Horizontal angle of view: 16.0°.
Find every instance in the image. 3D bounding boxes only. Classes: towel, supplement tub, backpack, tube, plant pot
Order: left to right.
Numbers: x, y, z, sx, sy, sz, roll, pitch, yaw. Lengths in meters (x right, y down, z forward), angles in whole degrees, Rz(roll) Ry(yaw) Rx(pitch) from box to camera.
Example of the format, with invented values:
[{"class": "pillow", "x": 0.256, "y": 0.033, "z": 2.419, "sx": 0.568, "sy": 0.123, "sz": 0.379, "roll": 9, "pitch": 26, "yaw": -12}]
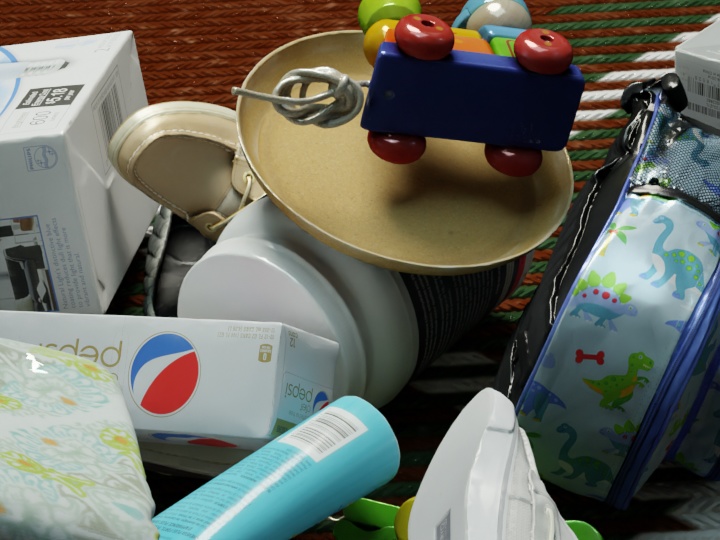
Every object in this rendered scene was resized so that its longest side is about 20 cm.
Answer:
[{"class": "towel", "x": -0.191, "y": 0.082, "z": 1.263, "sx": 0.170, "sy": 0.048, "sz": 0.200, "roll": 13, "pitch": 19, "yaw": -16}, {"class": "tube", "x": -0.066, "y": 0.126, "z": 1.284, "sx": 0.200, "sy": 0.051, "sz": 0.077, "roll": -28, "pitch": 13, "yaw": -37}, {"class": "supplement tub", "x": 0.000, "y": 0.000, "z": 1.520, "sx": 0.140, "sy": 0.141, "sz": 0.200, "roll": 17, "pitch": 36, "yaw": 31}, {"class": "plant pot", "x": 0.023, "y": -0.064, "z": 1.470, "sx": 0.199, "sy": 0.028, "sz": 0.201, "roll": 10, "pitch": 43, "yaw": -9}, {"class": "backpack", "x": 0.164, "y": 0.031, "z": 1.412, "sx": 0.147, "sy": 0.183, "sz": 0.200, "roll": 25, "pitch": 44, "yaw": 7}]

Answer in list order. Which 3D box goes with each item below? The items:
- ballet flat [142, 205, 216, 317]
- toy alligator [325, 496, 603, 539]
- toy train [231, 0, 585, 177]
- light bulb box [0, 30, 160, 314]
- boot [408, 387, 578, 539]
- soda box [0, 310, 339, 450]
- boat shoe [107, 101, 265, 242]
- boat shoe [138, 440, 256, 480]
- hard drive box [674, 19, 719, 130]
[{"class": "ballet flat", "x": -0.109, "y": 0.006, "z": 1.604, "sx": 0.066, "sy": 0.057, "sz": 0.200, "roll": -7, "pitch": 31, "yaw": -6}, {"class": "toy alligator", "x": 0.028, "y": 0.151, "z": 1.354, "sx": 0.199, "sy": 0.059, "sz": 0.054, "roll": 5, "pitch": 72, "yaw": 15}, {"class": "toy train", "x": 0.018, "y": -0.124, "z": 1.458, "sx": 0.199, "sy": 0.085, "sz": 0.116, "roll": 6, "pitch": 33, "yaw": -15}, {"class": "light bulb box", "x": -0.246, "y": -0.054, "z": 1.619, "sx": 0.199, "sy": 0.125, "sz": 0.198, "roll": -6, "pitch": 22, "yaw": 10}, {"class": "boot", "x": 0.079, "y": 0.144, "z": 1.266, "sx": 0.095, "sy": 0.074, "sz": 0.200, "roll": 32, "pitch": 31, "yaw": -13}, {"class": "soda box", "x": -0.115, "y": 0.061, "z": 1.403, "sx": 0.199, "sy": 0.064, "sz": 0.068, "roll": 1, "pitch": -11, "yaw": 28}, {"class": "boat shoe", "x": -0.068, "y": -0.045, "z": 1.600, "sx": 0.200, "sy": 0.074, "sz": 0.069, "roll": 20, "pitch": 25, "yaw": -42}, {"class": "boat shoe", "x": -0.119, "y": 0.082, "z": 1.476, "sx": 0.199, "sy": 0.059, "sz": 0.072, "roll": 12, "pitch": 78, "yaw": 30}, {"class": "hard drive box", "x": 0.264, "y": -0.034, "z": 1.486, "sx": 0.156, "sy": 0.201, "sz": 0.077, "roll": 22, "pitch": 39, "yaw": 36}]
